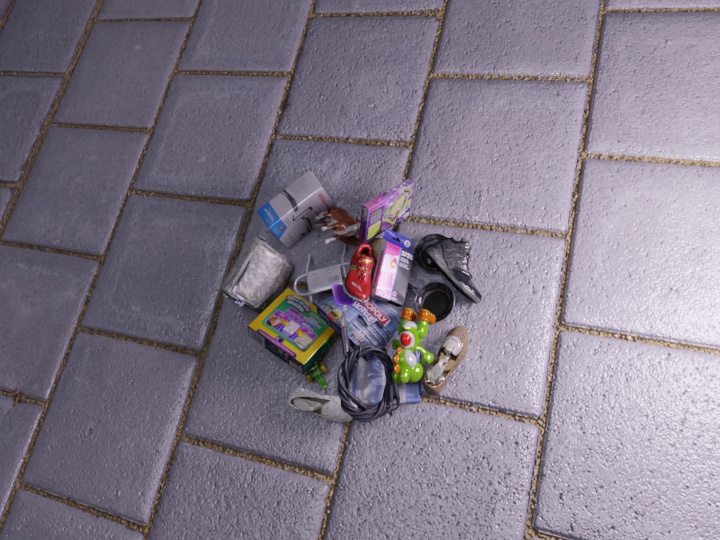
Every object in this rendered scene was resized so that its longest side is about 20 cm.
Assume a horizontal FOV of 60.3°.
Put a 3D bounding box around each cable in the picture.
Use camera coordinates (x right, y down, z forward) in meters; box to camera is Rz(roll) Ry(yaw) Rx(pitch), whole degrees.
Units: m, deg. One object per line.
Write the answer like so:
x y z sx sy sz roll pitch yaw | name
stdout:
0.016 0.284 1.603 0.162 0.051 0.202 -11 89 -13 | cable

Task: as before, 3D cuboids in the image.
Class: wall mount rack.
-0.094 0.007 1.797 0.199 0.075 0.175 -15 69 12 | wall mount rack

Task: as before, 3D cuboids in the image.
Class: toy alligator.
-0.145 0.240 1.727 0.059 0.054 0.201 -31 63 4 | toy alligator

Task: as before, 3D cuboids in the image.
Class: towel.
0.063 0.285 1.661 0.199 0.024 0.148 -5 69 16 | towel

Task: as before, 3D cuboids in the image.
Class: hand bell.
0.009 -0.080 1.799 0.199 0.104 0.105 22 77 36 | hand bell

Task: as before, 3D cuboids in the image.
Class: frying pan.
0.178 -0.025 1.735 0.190 0.031 0.115 -38 68 -2 | frying pan
0.167 0.083 1.694 0.189 0.031 0.116 7 73 28 | frying pan

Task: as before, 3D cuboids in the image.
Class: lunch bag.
-0.308 0.015 1.805 0.139 0.168 0.201 25 79 25 | lunch bag

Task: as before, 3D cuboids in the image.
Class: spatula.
-0.042 0.132 1.628 0.056 0.021 0.202 2 76 -28 | spatula

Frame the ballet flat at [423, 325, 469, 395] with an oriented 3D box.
0.224 0.230 1.607 0.070 0.065 0.201 23 78 21 | ballet flat

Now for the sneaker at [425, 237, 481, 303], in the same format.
0.278 -0.011 1.668 0.114 0.076 0.200 -38 73 1 | sneaker

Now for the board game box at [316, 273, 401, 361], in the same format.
0.019 0.108 1.697 0.200 0.062 0.200 41 67 20 | board game box

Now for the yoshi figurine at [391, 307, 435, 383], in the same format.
0.135 0.206 1.617 0.111 0.112 0.201 21 68 -10 | yoshi figurine

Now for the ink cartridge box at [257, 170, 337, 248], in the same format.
-0.184 -0.181 1.854 0.200 0.146 0.084 -37 61 2 | ink cartridge box

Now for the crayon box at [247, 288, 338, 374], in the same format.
-0.180 0.164 1.720 0.199 0.058 0.173 31 53 19 | crayon box

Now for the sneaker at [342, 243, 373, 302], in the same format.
0.000 0.000 1.660 0.077 0.085 0.201 16 40 -13 | sneaker

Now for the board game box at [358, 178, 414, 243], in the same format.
0.073 -0.167 1.731 0.032 0.121 0.200 36 48 25 | board game box

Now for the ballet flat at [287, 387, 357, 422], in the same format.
-0.107 0.367 1.658 0.199 0.072 0.072 9 72 22 | ballet flat

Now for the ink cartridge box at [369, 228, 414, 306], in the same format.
0.091 -0.010 1.687 0.037 0.094 0.201 -19 54 58 | ink cartridge box

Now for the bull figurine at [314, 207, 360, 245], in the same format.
-0.061 -0.129 1.798 0.121 0.066 0.200 -15 25 -13 | bull figurine
